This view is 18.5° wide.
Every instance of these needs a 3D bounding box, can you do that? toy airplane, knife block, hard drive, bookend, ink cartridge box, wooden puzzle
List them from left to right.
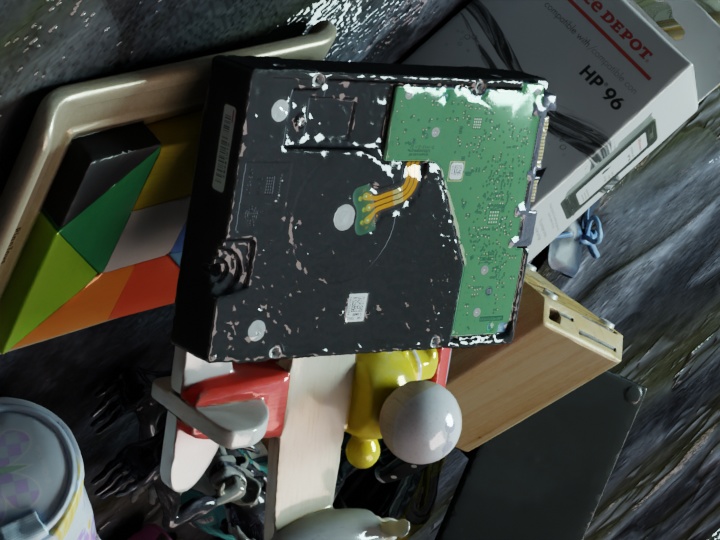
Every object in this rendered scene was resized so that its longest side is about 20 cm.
[{"bbox_3d":[-0.105,-0.028,1.056,0.199,0.037,0.185,-24,153,-45],"label":"wooden puzzle"},{"bbox_3d":[-0.014,0.066,1.184,0.200,0.140,0.200,-58,150,-22],"label":"toy airplane"},{"bbox_3d":[0.005,-0.030,1.063,0.199,0.038,0.141,-3,108,-40],"label":"hard drive"},{"bbox_3d":[0.063,0.075,1.393,0.064,0.200,0.176,24,97,-26],"label":"knife block"},{"bbox_3d":[0.103,0.145,1.553,0.200,0.092,0.200,-141,-105,-84],"label":"bookend"},{"bbox_3d":[0.102,-0.099,1.200,0.200,0.116,0.068,-42,160,-4],"label":"ink cartridge box"}]

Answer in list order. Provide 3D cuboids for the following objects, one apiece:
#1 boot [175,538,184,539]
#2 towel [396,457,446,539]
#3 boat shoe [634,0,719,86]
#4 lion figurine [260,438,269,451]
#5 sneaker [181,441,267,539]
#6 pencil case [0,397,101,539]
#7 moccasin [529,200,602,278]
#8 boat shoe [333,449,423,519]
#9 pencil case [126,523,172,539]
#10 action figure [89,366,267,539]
[{"bbox_3d":[-0.109,0.294,1.557,0.073,0.156,0.200,-31,158,-30],"label":"boot"},{"bbox_3d":[0.008,0.187,1.642,0.200,0.023,0.144,-51,-165,38],"label":"towel"},{"bbox_3d":[0.132,-0.103,1.264,0.199,0.067,0.074,-31,129,3],"label":"boat shoe"},{"bbox_3d":[0.000,0.027,1.330,0.122,0.073,0.201,13,120,-43],"label":"lion figurine"},{"bbox_3d":[-0.076,0.158,1.449,0.077,0.080,0.200,-43,162,1],"label":"sneaker"},{"bbox_3d":[-0.180,0.143,1.190,0.083,0.091,0.200,-37,161,-16],"label":"pencil case"},{"bbox_3d":[0.125,-0.018,1.496,0.200,0.068,0.080,-47,161,11],"label":"moccasin"},{"bbox_3d":[-0.032,0.182,1.564,0.201,0.071,0.091,-52,-168,4],"label":"boat shoe"},{"bbox_3d":[-0.188,0.253,1.417,0.199,0.091,0.094,-34,121,-21],"label":"pencil case"},{"bbox_3d":[-0.097,0.139,1.282,0.102,0.119,0.200,-26,138,7],"label":"action figure"}]
